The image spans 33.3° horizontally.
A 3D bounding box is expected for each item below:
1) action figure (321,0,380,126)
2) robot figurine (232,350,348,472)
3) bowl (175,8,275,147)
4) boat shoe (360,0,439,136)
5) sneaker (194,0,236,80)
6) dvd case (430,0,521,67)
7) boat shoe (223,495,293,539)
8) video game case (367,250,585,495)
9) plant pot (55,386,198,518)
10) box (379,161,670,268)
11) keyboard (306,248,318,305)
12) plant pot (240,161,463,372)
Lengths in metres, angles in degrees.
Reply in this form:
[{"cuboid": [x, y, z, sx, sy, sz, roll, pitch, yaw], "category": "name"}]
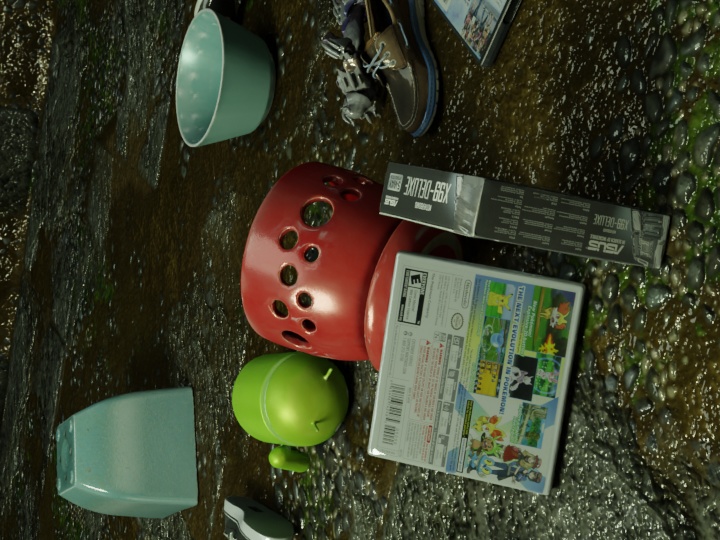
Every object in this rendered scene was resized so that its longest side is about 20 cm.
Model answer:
[{"cuboid": [-0.009, -0.265, 1.459, 0.130, 0.068, 0.203, 82, -170, -66], "category": "action figure"}, {"cuboid": [-0.090, 0.163, 1.533, 0.199, 0.114, 0.178, -9, 67, 61], "category": "robot figurine"}, {"cuboid": [-0.195, -0.280, 1.793, 0.200, 0.104, 0.204, -12, 77, 60], "category": "bowl"}, {"cuboid": [0.037, -0.247, 1.384, 0.072, 0.072, 0.203, -41, 51, 53], "category": "boat shoe"}, {"cuboid": [-0.222, -0.352, 1.896, 0.100, 0.070, 0.202, 57, 141, 45], "category": "sneaker"}, {"cuboid": [0.142, -0.334, 1.255, 0.201, 0.017, 0.143, -66, 35, 32], "category": "dvd case"}, {"cuboid": [-0.149, 0.368, 1.662, 0.199, 0.073, 0.069, 9, 91, 62], "category": "boat shoe"}, {"cuboid": [0.107, 0.095, 1.138, 0.022, 0.180, 0.203, -21, -60, -74], "category": "video game case"}, {"cuboid": [-0.401, 0.310, 2.015, 0.196, 0.198, 0.199, -32, 60, 57], "category": "plant pot"}, {"cuboid": [0.140, -0.049, 1.037, 0.157, 0.198, 0.050, 20, 100, 60], "category": "box"}, {"cuboid": [-0.032, 0.027, 1.508, 0.127, 0.021, 0.200, -50, 37, 11], "category": "keyboard"}, {"cuboid": [0.000, 0.000, 1.265, 0.181, 0.200, 0.203, 15, 102, 29], "category": "plant pot"}]
